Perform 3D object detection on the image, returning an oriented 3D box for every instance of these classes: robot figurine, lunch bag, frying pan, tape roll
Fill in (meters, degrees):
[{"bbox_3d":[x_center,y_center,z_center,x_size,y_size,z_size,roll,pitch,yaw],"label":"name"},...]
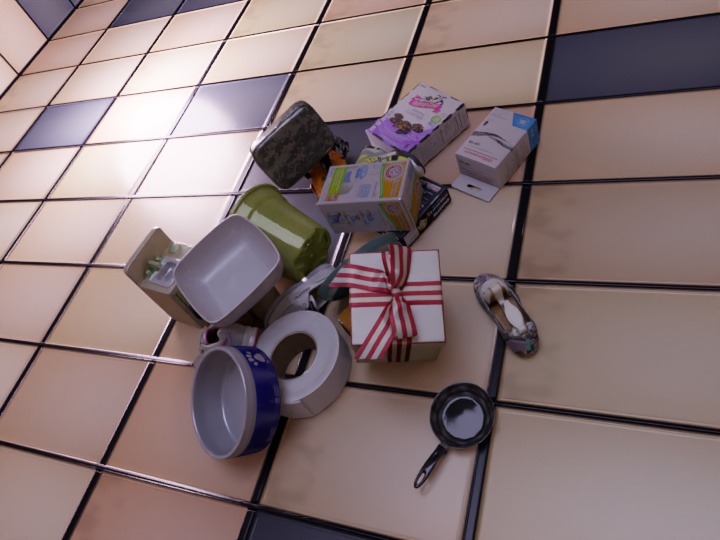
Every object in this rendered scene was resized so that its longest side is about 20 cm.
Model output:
[{"bbox_3d":[-0.080,-0.253,1.508,0.143,0.059,0.202,-24,49,6],"label":"robot figurine"},{"bbox_3d":[-0.170,-0.315,1.473,0.200,0.139,0.168,-43,26,2],"label":"lunch bag"},{"bbox_3d":[0.164,0.280,1.002,0.113,0.031,0.193,2,59,26],"label":"frying pan"},{"bbox_3d":[-0.120,0.184,1.183,0.198,0.071,0.205,-13,50,15],"label":"tape roll"}]

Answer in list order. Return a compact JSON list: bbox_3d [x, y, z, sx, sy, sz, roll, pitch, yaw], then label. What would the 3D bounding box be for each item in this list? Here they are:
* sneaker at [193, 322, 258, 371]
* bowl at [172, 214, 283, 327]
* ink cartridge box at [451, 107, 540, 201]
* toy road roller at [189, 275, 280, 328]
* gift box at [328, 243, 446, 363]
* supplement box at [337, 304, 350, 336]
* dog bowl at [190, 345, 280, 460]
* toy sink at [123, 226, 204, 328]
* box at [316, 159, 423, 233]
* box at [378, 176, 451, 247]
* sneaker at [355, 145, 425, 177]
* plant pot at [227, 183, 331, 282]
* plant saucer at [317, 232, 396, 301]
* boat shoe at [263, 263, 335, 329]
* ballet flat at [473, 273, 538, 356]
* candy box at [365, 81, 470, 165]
[{"bbox_3d":[-0.299,0.154,1.247,0.199,0.088,0.082,-37,32,34],"label":"sneaker"},{"bbox_3d":[-0.257,0.006,1.207,0.200,0.075,0.199,-44,56,-7],"label":"bowl"},{"bbox_3d":[0.294,-0.260,1.331,0.115,0.067,0.201,29,70,37],"label":"ink cartridge box"},{"bbox_3d":[-0.273,0.052,1.324,0.196,0.124,0.148,-20,42,10],"label":"toy road roller"},{"bbox_3d":[0.049,0.074,1.059,0.195,0.187,0.188,-7,70,-1],"label":"gift box"},{"bbox_3d":[0.047,0.056,1.206,0.200,0.069,0.066,-45,49,-15],"label":"supplement box"},{"bbox_3d":[-0.236,0.243,1.119,0.198,0.078,0.205,-5,83,45],"label":"dog bowl"},{"bbox_3d":[-0.410,0.017,1.361,0.110,0.201,0.132,11,59,31],"label":"toy sink"},{"bbox_3d":[0.024,-0.157,1.294,0.196,0.102,0.114,0,56,26],"label":"box"},{"bbox_3d":[0.082,-0.155,1.364,0.159,0.046,0.199,-47,50,-13],"label":"box"},{"bbox_3d":[0.065,-0.225,1.355,0.198,0.075,0.077,17,69,47],"label":"sneaker"},{"bbox_3d":[-0.172,-0.067,1.336,0.182,0.201,0.202,26,67,25],"label":"plant pot"},{"bbox_3d":[0.000,0.000,1.203,0.199,0.200,0.028,-39,78,-7],"label":"plant saucer"},{"bbox_3d":[-0.116,0.068,1.270,0.199,0.072,0.070,-39,39,-16],"label":"boat shoe"},{"bbox_3d":[0.264,0.062,1.098,0.071,0.072,0.202,-28,48,2],"label":"ballet flat"},{"bbox_3d":[0.140,-0.352,1.471,0.199,0.072,0.167,-42,49,-9],"label":"candy box"}]
